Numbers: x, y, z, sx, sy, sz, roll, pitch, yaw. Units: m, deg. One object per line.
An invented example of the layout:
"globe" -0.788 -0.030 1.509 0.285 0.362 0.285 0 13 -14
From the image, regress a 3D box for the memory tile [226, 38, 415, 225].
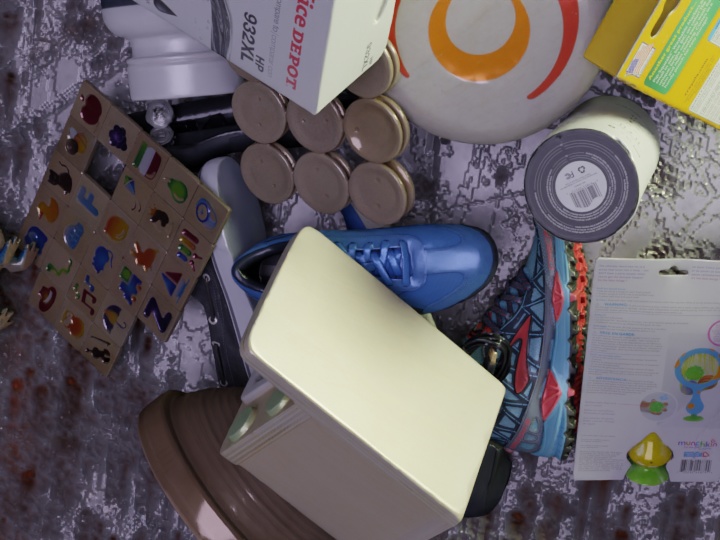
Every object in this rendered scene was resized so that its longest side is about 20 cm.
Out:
"memory tile" -0.033 -0.133 1.313 0.153 0.017 0.201 11 121 32

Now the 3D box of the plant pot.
"plant pot" -0.070 0.155 1.376 0.093 0.201 0.201 -41 90 9

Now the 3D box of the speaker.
"speaker" 0.170 -0.077 1.304 0.081 0.200 0.081 3 103 12

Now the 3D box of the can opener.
"can opener" -0.095 -0.113 1.418 0.199 0.079 0.064 -14 69 5

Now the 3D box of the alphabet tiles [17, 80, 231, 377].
"alphabet tiles" -0.195 -0.020 1.422 0.167 0.008 0.200 41 123 20

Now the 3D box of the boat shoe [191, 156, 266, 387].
"boat shoe" -0.106 0.009 1.421 0.066 0.070 0.200 -5 116 22

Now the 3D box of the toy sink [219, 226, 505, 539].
"toy sink" -0.017 0.092 1.288 0.200 0.131 0.112 39 135 -16

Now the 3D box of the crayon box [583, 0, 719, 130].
"crayon box" 0.234 -0.180 1.280 0.052 0.200 0.126 36 103 30

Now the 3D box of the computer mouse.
"computer mouse" 0.086 0.124 1.378 0.058 0.034 0.200 16 135 15

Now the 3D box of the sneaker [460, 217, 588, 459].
"sneaker" 0.123 0.046 1.390 0.095 0.079 0.201 3 98 11

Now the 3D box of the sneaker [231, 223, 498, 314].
"sneaker" 0.000 0.000 1.330 0.200 0.078 0.066 -3 87 24

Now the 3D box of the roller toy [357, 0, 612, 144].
"roller toy" 0.092 -0.191 1.331 0.182 0.140 0.201 11 109 2

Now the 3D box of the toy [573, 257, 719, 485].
"toy" 0.223 0.070 1.369 0.115 0.047 0.201 1 119 -1

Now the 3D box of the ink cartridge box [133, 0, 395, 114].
"ink cartridge box" -0.077 -0.220 1.208 0.200 0.084 0.145 33 144 16

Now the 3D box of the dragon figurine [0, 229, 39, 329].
"dragon figurine" -0.325 0.003 1.454 0.099 0.059 0.201 21 92 19

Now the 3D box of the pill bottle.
"pill bottle" -0.140 -0.232 1.373 0.119 0.120 0.201 -3 97 10

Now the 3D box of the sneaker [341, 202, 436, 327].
"sneaker" -0.002 0.041 1.409 0.111 0.077 0.200 -23 100 2
